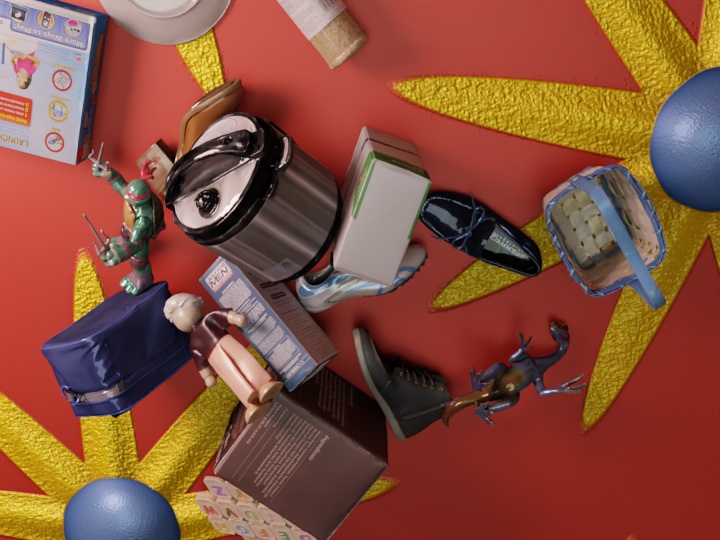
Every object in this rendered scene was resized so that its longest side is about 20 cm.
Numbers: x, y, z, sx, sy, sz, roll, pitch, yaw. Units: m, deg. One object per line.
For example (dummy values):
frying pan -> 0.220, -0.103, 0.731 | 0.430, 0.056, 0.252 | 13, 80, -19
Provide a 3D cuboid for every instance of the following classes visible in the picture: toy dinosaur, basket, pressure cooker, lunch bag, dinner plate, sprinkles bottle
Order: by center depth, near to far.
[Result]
pressure cooker -> -0.138, -0.097, 1.053 | 0.199, 0.178, 0.178 | 31, 94, -43
sprinkles bottle -> -0.074, -0.356, 1.073 | 0.068, 0.068, 0.201 | -37, 105, 13
dinner plate -> -0.258, -0.397, 1.086 | 0.195, 0.024, 0.205 | 0, 110, 0
basket -> 0.323, -0.053, 1.103 | 0.137, 0.201, 0.178 | -30, 108, 11
lunch bag -> -0.332, 0.121, 1.169 | 0.134, 0.200, 0.135 | -9, 112, 39
toy dinosaur -> 0.228, 0.141, 1.235 | 0.198, 0.180, 0.107 | -18, 94, 50

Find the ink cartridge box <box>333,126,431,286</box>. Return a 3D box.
ink cartridge box -> 0.022, -0.090, 1.097 | 0.081, 0.201, 0.149 | 17, 110, -10

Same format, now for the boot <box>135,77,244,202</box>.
boot -> -0.192, -0.151, 1.150 | 0.199, 0.074, 0.155 | -37, 106, 21

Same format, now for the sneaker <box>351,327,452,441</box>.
sneaker -> 0.064, 0.152, 1.255 | 0.105, 0.075, 0.202 | -25, 116, 4

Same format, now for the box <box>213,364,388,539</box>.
box -> -0.083, 0.247, 1.234 | 0.198, 0.166, 0.165 | 35, 105, -10

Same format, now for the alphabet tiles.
alphabet tiles -> -0.161, 0.389, 1.311 | 0.196, 0.015, 0.198 | -1, 132, 26

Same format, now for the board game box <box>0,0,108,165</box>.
board game box -> -0.450, -0.264, 1.116 | 0.196, 0.056, 0.200 | 14, 109, -4

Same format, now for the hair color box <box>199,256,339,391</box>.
hair color box -> -0.125, 0.064, 1.173 | 0.060, 0.100, 0.201 | -42, 83, 16

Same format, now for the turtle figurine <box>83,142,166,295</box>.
turtle figurine -> -0.309, -0.065, 1.117 | 0.098, 0.152, 0.202 | -2, 145, -12

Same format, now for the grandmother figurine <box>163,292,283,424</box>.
grandmother figurine -> -0.189, 0.102, 1.124 | 0.199, 0.060, 0.122 | 42, 106, 18

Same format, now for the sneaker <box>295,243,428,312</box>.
sneaker -> 0.000, 0.000, 1.196 | 0.196, 0.072, 0.074 | -19, 115, 6

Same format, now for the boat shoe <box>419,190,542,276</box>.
boat shoe -> 0.173, -0.055, 1.176 | 0.196, 0.069, 0.086 | 20, 109, -6
